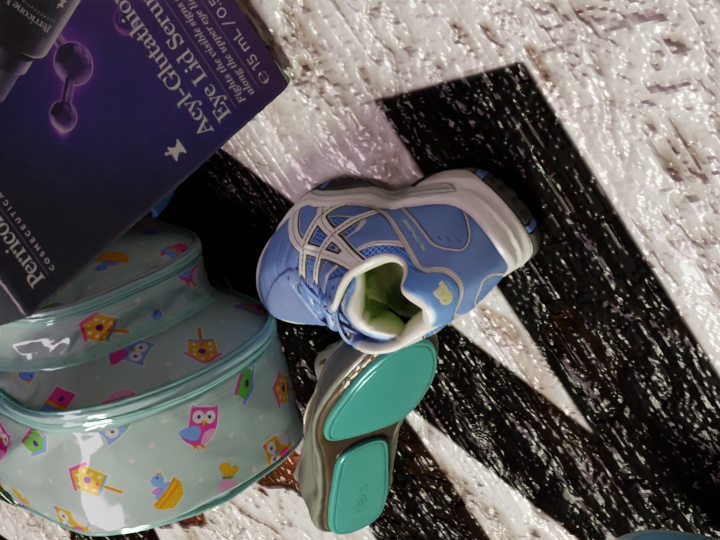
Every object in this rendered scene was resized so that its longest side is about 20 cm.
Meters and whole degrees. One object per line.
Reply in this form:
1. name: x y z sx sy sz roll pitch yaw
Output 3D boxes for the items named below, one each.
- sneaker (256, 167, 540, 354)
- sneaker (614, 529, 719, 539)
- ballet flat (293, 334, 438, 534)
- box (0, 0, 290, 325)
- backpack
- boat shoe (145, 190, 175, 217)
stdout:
1. sneaker: 0.000 0.000 1.056 0.076 0.077 0.200 51 148 -15
2. sneaker: 0.209 0.146 0.998 0.200 0.080 0.131 19 143 19
3. ballet flat: -0.006 0.074 1.165 0.064 0.067 0.200 61 155 30
4. box: -0.159 -0.085 1.014 0.104 0.200 0.148 -11 120 52
5. backpack: -0.136 0.058 1.170 0.200 0.176 0.154 23 127 44
6. boat shoe: -0.184 -0.098 1.135 0.069 0.084 0.200 -19 111 42
